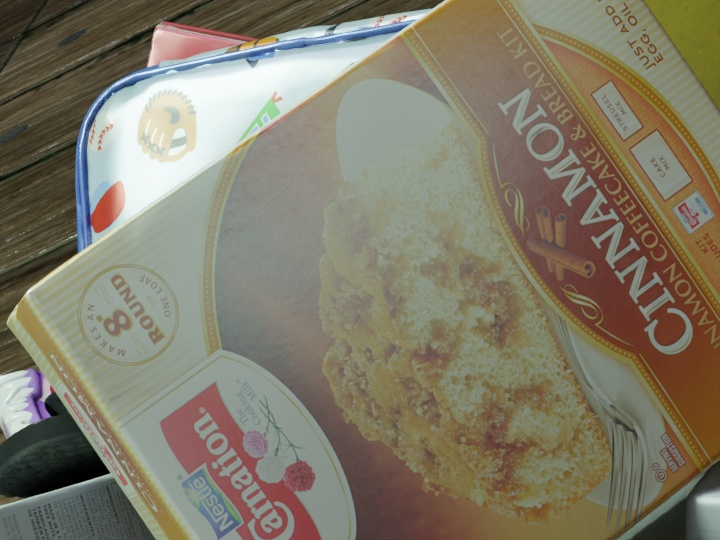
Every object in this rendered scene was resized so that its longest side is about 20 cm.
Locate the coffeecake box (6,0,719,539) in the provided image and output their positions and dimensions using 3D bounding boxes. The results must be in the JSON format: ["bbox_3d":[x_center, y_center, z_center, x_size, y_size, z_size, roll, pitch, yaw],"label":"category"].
[{"bbox_3d":[0.022,0.018,0.715,0.199,0.154,0.073,-35,1,-14],"label":"coffeecake box"}]

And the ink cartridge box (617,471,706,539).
[{"bbox_3d":[0.080,0.115,0.801,0.143,0.084,0.200,-28,19,4],"label":"ink cartridge box"}]

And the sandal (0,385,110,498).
[{"bbox_3d":[-0.087,0.054,0.968,0.075,0.045,0.200,-20,-6,24],"label":"sandal"}]

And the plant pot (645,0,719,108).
[{"bbox_3d":[0.172,-0.159,1.221,0.200,0.195,0.195,-45,24,-24],"label":"plant pot"}]

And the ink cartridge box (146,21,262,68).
[{"bbox_3d":[0.027,-0.029,0.946,0.198,0.084,0.146,12,-2,19],"label":"ink cartridge box"}]

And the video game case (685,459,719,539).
[{"bbox_3d":[0.219,0.047,0.725,0.198,0.024,0.182,4,22,27],"label":"video game case"}]

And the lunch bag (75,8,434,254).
[{"bbox_3d":[0.000,0.000,0.828,0.198,0.162,0.075,-7,-13,25],"label":"lunch bag"}]

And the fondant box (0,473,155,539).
[{"bbox_3d":[-0.128,0.117,0.895,0.143,0.059,0.200,-21,-5,25],"label":"fondant box"}]

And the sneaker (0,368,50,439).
[{"bbox_3d":[-0.129,0.081,1.214,0.088,0.081,0.200,-24,17,-9],"label":"sneaker"}]
